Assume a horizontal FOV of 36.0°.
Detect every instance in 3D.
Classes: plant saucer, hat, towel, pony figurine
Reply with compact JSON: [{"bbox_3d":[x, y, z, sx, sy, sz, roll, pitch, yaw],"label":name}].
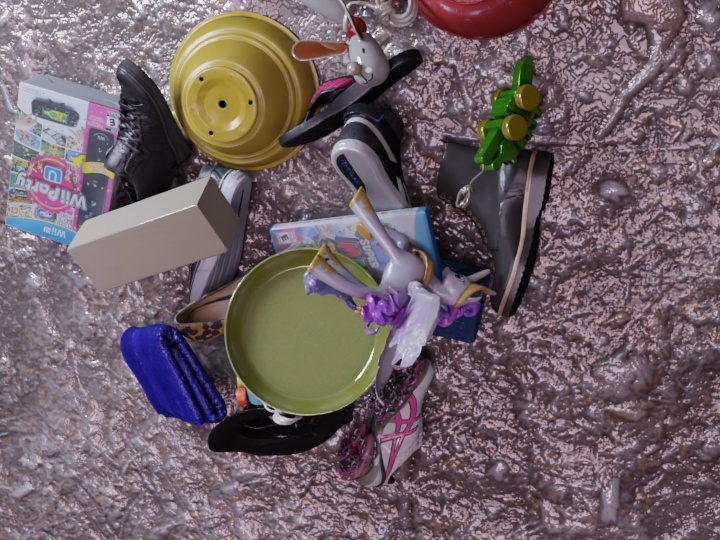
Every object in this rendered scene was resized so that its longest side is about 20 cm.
[{"bbox_3d":[-0.062,0.073,1.330,0.200,0.031,0.200,0,85,2],"label":"plant saucer"},{"bbox_3d":[-0.113,0.182,1.473,0.200,0.201,0.081,-22,63,21],"label":"hat"},{"bbox_3d":[-0.255,0.141,1.460,0.148,0.050,0.200,58,155,-10],"label":"towel"},{"bbox_3d":[0.038,0.031,1.247,0.200,0.193,0.167,33,155,-3],"label":"pony figurine"},{"bbox_3d":[0.057,0.030,1.390,0.200,0.049,0.112,11,128,10],"label":"towel"}]

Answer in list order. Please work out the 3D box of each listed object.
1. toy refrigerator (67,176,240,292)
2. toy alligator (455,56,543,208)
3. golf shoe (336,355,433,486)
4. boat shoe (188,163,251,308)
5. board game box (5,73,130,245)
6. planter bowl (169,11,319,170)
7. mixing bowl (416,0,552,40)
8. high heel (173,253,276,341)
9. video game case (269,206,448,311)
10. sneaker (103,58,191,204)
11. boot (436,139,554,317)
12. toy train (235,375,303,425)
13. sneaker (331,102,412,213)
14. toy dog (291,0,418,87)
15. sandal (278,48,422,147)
[{"bbox_3d":[-0.255,-0.045,1.375,0.200,0.070,0.076,-17,123,24],"label":"toy refrigerator"},{"bbox_3d":[0.168,-0.150,1.274,0.054,0.059,0.200,29,78,-27],"label":"toy alligator"},{"bbox_3d":[0.048,0.198,1.462,0.092,0.073,0.200,19,111,-29],"label":"golf shoe"},{"bbox_3d":[-0.195,-0.044,1.437,0.071,0.072,0.200,25,109,21],"label":"boat shoe"},{"bbox_3d":[-0.374,-0.137,1.446,0.147,0.064,0.200,17,114,9],"label":"board game box"},{"bbox_3d":[-0.155,-0.209,1.350,0.200,0.083,0.201,5,111,13],"label":"planter bowl"},{"bbox_3d":[0.123,-0.345,1.214,0.200,0.108,0.200,5,111,14],"label":"mixing bowl"},{"bbox_3d":[-0.138,0.025,1.396,0.200,0.143,0.071,-40,69,26],"label":"high heel"},{"bbox_3d":[0.000,0.000,1.348,0.200,0.018,0.143,-6,115,20],"label":"video game case"},{"bbox_3d":[-0.276,-0.156,1.367,0.060,0.104,0.200,35,161,37],"label":"sneaker"},{"bbox_3d":[0.146,-0.054,1.331,0.138,0.077,0.200,13,92,15],"label":"boot"},{"bbox_3d":[-0.068,0.115,1.402,0.150,0.200,0.056,12,120,37],"label":"toy train"},{"bbox_3d":[0.034,-0.121,1.341,0.073,0.112,0.200,3,145,24],"label":"sneaker"},{"bbox_3d":[-0.043,-0.301,1.246,0.200,0.096,0.132,46,131,22],"label":"toy dog"},{"bbox_3d":[-0.017,-0.212,1.324,0.200,0.075,0.045,-34,84,14],"label":"sandal"}]
